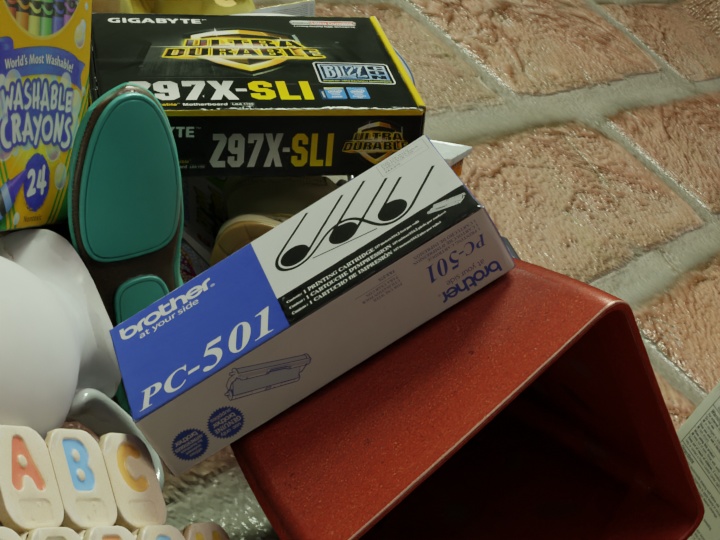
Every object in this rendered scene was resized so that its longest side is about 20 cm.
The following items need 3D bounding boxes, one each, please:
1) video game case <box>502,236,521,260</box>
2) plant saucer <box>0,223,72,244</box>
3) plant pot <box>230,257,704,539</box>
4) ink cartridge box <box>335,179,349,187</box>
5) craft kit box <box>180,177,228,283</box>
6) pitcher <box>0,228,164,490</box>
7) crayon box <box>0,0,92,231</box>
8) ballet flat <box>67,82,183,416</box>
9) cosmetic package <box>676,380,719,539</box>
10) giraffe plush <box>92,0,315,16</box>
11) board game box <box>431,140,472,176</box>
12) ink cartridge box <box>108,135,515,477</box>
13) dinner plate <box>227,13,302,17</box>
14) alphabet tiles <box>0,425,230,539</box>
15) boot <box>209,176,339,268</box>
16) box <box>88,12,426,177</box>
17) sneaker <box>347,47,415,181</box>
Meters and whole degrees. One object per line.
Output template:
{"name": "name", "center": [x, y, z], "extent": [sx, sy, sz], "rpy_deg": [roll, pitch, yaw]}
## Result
{"name": "video game case", "center": [0.121, 0.037, 1.067], "extent": [0.143, 0.019, 0.200], "rpy_deg": [58, 9, 6]}
{"name": "plant saucer", "center": [-0.219, -0.034, 0.986], "extent": [0.199, 0.030, 0.200], "rpy_deg": [28, 26, -15]}
{"name": "plant pot", "center": [0.037, 0.099, 0.846], "extent": [0.176, 0.200, 0.200], "rpy_deg": [38, -17, 45]}
{"name": "ink cartridge box", "center": [0.046, 0.041, 1.132], "extent": [0.144, 0.084, 0.200], "rpy_deg": [18, 30, -34]}
{"name": "craft kit box", "center": [-0.164, -0.078, 1.045], "extent": [0.197, 0.048, 0.200], "rpy_deg": [43, 14, -22]}
{"name": "pitcher", "center": [-0.176, 0.065, 0.779], "extent": [0.172, 0.121, 0.200], "rpy_deg": [51, 14, 3]}
{"name": "crayon box", "center": [-0.195, -0.124, 0.852], "extent": [0.051, 0.201, 0.126], "rpy_deg": [5, 7, 16]}
{"name": "ballet flat", "center": [-0.135, -0.010, 0.900], "extent": [0.067, 0.201, 0.070], "rpy_deg": [-14, 19, -23]}
{"name": "cosmetic package", "center": [0.260, 0.152, 1.077], "extent": [0.071, 0.200, 0.105], "rpy_deg": [16, 32, -37]}
{"name": "giraffe plush", "center": [-0.161, -0.226, 1.276], "extent": [0.199, 0.173, 0.162], "rpy_deg": [3, 18, -35]}
{"name": "board game box", "center": [-0.028, -0.086, 1.095], "extent": [0.199, 0.026, 0.200], "rpy_deg": [9, 8, 7]}
{"name": "ink cartridge box", "center": [-0.028, 0.015, 0.806], "extent": [0.044, 0.199, 0.094], "rpy_deg": [58, 1, -32]}
{"name": "dinner plate", "center": [-0.087, -0.149, 1.170], "extent": [0.200, 0.200, 0.024], "rpy_deg": [11, 64, -43]}
{"name": "alphabet tiles", "center": [-0.103, 0.162, 0.701], "extent": [0.200, 0.015, 0.196], "rpy_deg": [16, 51, -61]}
{"name": "boot", "center": [0.000, 0.000, 1.013], "extent": [0.199, 0.073, 0.156], "rpy_deg": [20, 17, -10]}
{"name": "box", "center": [-0.073, -0.113, 0.989], "extent": [0.199, 0.050, 0.160], "rpy_deg": [-1, 31, -12]}
{"name": "sneaker", "center": [0.016, -0.097, 1.267], "extent": [0.200, 0.080, 0.115], "rpy_deg": [62, 17, -16]}
